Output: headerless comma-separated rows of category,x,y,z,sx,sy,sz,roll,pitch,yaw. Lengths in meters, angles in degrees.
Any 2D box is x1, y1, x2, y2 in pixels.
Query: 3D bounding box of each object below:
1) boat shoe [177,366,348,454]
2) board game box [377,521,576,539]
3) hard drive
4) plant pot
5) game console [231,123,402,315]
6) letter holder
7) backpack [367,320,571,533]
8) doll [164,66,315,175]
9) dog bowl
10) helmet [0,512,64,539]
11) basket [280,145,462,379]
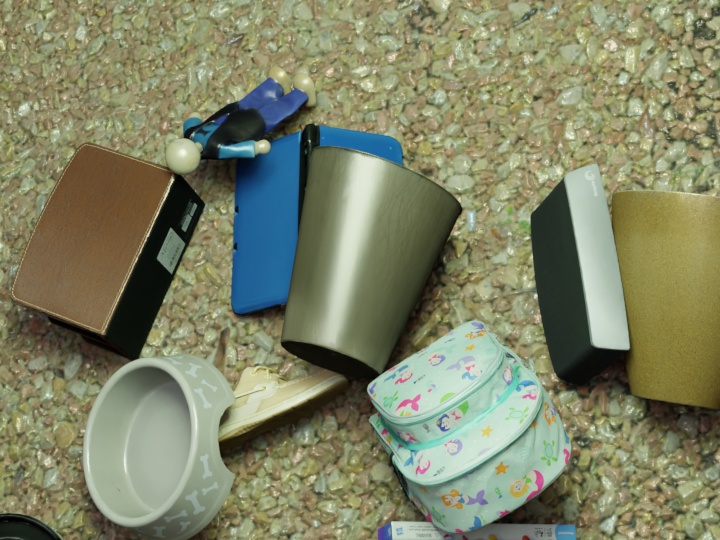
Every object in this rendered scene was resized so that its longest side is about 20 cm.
boat shoe,-0.112,0.137,1.597,0.198,0.074,0.070,-23,74,4
board game box,0.119,0.319,1.454,0.197,0.045,0.136,4,70,-18
hard drive,0.223,0.006,1.537,0.042,0.135,0.203,0,69,-17
plant pot,0.333,0.033,1.498,0.184,0.186,0.203,8,89,14
game console,-0.048,-0.050,1.677,0.168,0.118,0.203,7,71,-19
letter holder,-0.288,-0.024,1.676,0.141,0.101,0.202,18,76,19
backpack,0.107,0.156,1.458,0.176,0.152,0.200,-31,27,-2
doll,-0.144,-0.163,1.669,0.135,0.049,0.200,19,44,36
dog bowl,-0.217,0.184,1.570,0.198,0.058,0.203,-12,71,36
helmet,-0.356,0.358,1.514,0.197,0.191,0.203,-1,102,-4
basket,0.000,0.000,1.543,0.179,0.136,0.203,23,75,-23
